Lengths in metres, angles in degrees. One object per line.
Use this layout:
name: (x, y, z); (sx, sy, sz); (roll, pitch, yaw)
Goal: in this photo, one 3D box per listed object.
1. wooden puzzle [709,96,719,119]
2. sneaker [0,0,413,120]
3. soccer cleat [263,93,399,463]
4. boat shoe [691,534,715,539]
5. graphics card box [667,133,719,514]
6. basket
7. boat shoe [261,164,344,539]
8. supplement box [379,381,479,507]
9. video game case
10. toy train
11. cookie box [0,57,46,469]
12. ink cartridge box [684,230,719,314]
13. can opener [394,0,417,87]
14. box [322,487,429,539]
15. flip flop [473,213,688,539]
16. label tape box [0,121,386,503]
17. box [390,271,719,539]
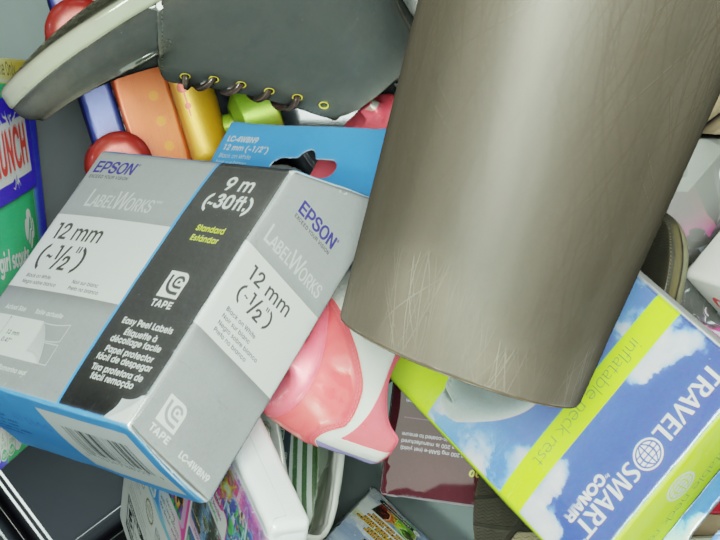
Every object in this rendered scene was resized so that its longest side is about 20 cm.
wooden puzzle: (0.132, -0.162, 0.824); (0.185, 0.046, 0.201); (-34, 111, -16)
sneaker: (-0.069, -0.100, 0.807); (0.199, 0.075, 0.107); (-29, 107, 5)
soccer cleat: (0.000, 0.000, 0.812); (0.076, 0.201, 0.067); (35, 136, -23)
boat shoe: (0.184, 0.179, 0.875); (0.199, 0.062, 0.075); (-18, 101, 27)
graphics card box: (0.198, 0.029, 0.882); (0.124, 0.051, 0.202); (3, 95, 3)
basket: (0.074, -0.055, 0.714); (0.135, 0.180, 0.202); (23, 96, 32)
boat shoe: (-0.028, 0.043, 0.851); (0.073, 0.067, 0.202); (5, 80, -37)
supplement box: (0.075, 0.023, 0.887); (0.108, 0.061, 0.202); (8, 96, 3)
video game case: (-0.078, 0.122, 0.822); (0.023, 0.200, 0.183); (-4, 127, -22)
toy train: (-0.090, -0.066, 0.890); (0.115, 0.085, 0.202); (-18, 97, -9)
cookie box: (-0.211, -0.008, 0.854); (0.074, 0.171, 0.202); (-5, 96, 3)
ink cartridge box: (0.287, 0.023, 0.787); (0.200, 0.147, 0.145); (45, 84, -16)
can opener: (-0.009, -0.151, 0.860); (0.199, 0.053, 0.067); (33, 105, -12)
box: (0.051, 0.209, 0.858); (0.200, 0.137, 0.040); (43, 105, 6)
flip flop: (0.118, 0.067, 0.830); (0.081, 0.057, 0.202); (14, 82, 37)
label tape box: (-0.079, -0.006, 0.763); (0.066, 0.143, 0.201); (47, 64, -38)
box: (0.101, 0.054, 0.780); (0.122, 0.048, 0.200); (-52, 52, 8)
